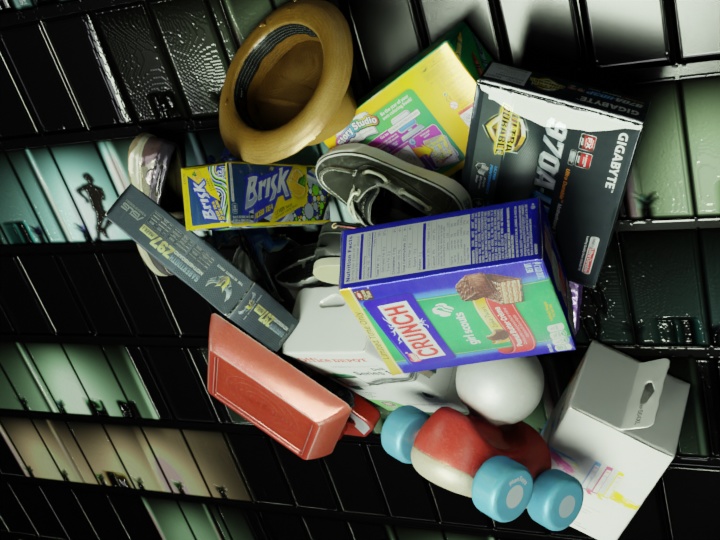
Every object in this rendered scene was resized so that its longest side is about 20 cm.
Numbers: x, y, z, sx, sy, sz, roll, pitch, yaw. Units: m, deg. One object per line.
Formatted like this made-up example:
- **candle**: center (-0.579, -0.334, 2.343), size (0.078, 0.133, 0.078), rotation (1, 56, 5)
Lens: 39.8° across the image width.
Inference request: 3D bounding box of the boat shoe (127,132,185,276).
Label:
- **boat shoe**: center (-0.248, -0.077, 1.273), size (0.064, 0.072, 0.202), rotation (12, 123, 25)

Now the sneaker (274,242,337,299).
- **sneaker**: center (0.000, 0.000, 1.201), size (0.198, 0.074, 0.080), rotation (-8, 139, 21)

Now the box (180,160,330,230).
- **box**: center (-0.111, -0.082, 1.105), size (0.064, 0.200, 0.071), rotation (-4, 92, 29)

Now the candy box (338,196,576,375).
- **candy box**: center (0.097, 0.021, 0.977), size (0.198, 0.078, 0.169), rotation (-9, 143, 19)

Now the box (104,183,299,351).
- **box**: center (-0.174, -0.001, 1.112), size (0.199, 0.051, 0.158), rotation (36, 174, 22)

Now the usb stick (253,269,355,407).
- **usb stick**: center (-0.074, 0.092, 1.240), size (0.201, 0.055, 0.033), rotation (59, 173, 5)

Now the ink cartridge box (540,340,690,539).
- **ink cartridge box**: center (0.286, 0.191, 1.154), size (0.124, 0.129, 0.201), rotation (24, 130, 9)

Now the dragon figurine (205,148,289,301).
- **dragon figurine**: center (-0.141, -0.055, 1.186), size (0.059, 0.202, 0.099), rotation (-25, 149, 36)

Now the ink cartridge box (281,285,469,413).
- **ink cartridge box**: center (0.027, 0.096, 1.177), size (0.145, 0.085, 0.199), rotation (-6, 151, 45)

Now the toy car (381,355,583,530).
- **toy car**: center (0.155, 0.147, 1.079), size (0.176, 0.202, 0.184), rotation (20, -179, -39)

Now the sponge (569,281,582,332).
- **sponge**: center (0.187, -0.031, 1.070), size (0.111, 0.030, 0.202), rotation (8, 110, 20)

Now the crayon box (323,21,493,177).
- **crayon box**: center (0.065, -0.156, 1.058), size (0.199, 0.058, 0.119), rotation (-30, 106, 39)

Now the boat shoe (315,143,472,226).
- **boat shoe**: center (0.019, -0.080, 1.033), size (0.199, 0.064, 0.071), rotation (19, 133, 38)

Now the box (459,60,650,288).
- **box**: center (0.181, -0.092, 0.976), size (0.158, 0.046, 0.201), rotation (19, 133, 14)

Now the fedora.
- **fedora**: center (-0.065, -0.190, 1.056), size (0.200, 0.202, 0.082), rotation (-19, 150, 36)

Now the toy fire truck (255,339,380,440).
- **toy fire truck**: center (-0.068, 0.156, 1.341), size (0.199, 0.112, 0.168), rotation (35, 156, 1)

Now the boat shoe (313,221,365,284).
- **boat shoe**: center (0.051, -0.016, 1.059), size (0.199, 0.064, 0.074), rotation (6, 156, 5)

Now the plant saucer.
- **plant saucer**: center (-0.114, 0.156, 1.221), size (0.199, 0.037, 0.200), rotation (33, 153, 7)

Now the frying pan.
- **frying pan**: center (-0.088, -0.024, 1.253), size (0.115, 0.031, 0.190), rotation (34, 121, -7)
